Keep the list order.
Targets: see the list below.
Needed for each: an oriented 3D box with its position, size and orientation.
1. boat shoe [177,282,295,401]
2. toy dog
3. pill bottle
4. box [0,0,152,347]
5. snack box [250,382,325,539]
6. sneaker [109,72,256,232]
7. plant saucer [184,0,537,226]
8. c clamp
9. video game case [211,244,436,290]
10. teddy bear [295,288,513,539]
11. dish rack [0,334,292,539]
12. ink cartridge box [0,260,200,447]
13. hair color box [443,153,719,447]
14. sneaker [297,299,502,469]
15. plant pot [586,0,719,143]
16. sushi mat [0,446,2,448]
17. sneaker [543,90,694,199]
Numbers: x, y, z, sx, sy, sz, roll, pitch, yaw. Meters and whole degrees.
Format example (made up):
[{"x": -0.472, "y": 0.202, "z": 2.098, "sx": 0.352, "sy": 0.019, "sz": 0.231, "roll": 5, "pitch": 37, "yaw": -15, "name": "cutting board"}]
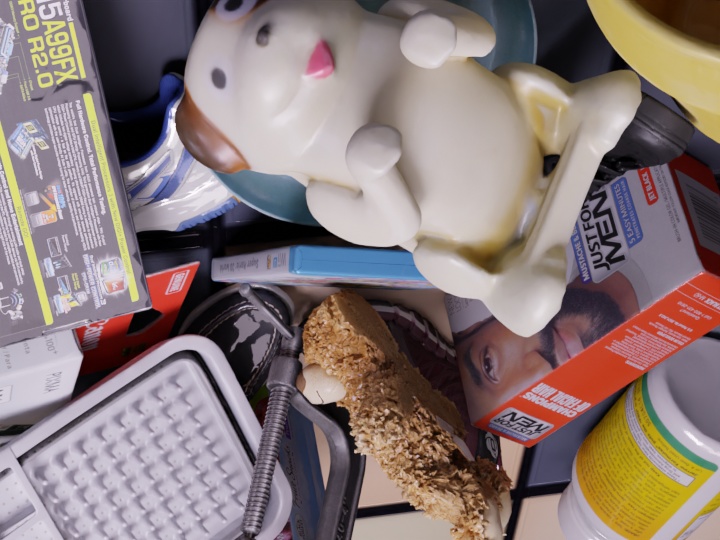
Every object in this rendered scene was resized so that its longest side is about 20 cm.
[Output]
[{"x": -0.118, "y": 0.089, "z": 1.095, "sx": 0.074, "sy": 0.060, "sz": 0.200, "roll": 41, "pitch": 111, "yaw": -17, "name": "boat shoe"}, {"x": 0.010, "y": -0.081, "z": 0.804, "sx": 0.199, "sy": 0.194, "sz": 0.140, "roll": 25, "pitch": 94, "yaw": -19, "name": "toy dog"}, {"x": 0.235, "y": 0.151, "z": 1.259, "sx": 0.112, "sy": 0.113, "sz": 0.200, "roll": 5, "pitch": 141, "yaw": -21, "name": "pill bottle"}, {"x": -0.206, "y": -0.054, "z": 0.834, "sx": 0.159, "sy": 0.044, "sz": 0.201, "roll": -16, "pitch": 118, "yaw": -11, "name": "box"}, {"x": -0.122, "y": 0.185, "z": 1.162, "sx": 0.199, "sy": 0.169, "sz": 0.068, "roll": -28, "pitch": 143, "yaw": 21, "name": "snack box"}, {"x": -0.163, "y": -0.050, "z": 0.930, "sx": 0.199, "sy": 0.075, "sz": 0.088, "roll": -28, "pitch": 134, "yaw": 8, "name": "sneaker"}, {"x": -0.001, "y": -0.112, "z": 0.882, "sx": 0.199, "sy": 0.027, "sz": 0.201, "roll": -9, "pitch": 131, "yaw": -11, "name": "plant saucer"}, {"x": -0.050, "y": 0.133, "z": 1.045, "sx": 0.027, "sy": 0.201, "sz": 0.171, "roll": -6, "pitch": 154, "yaw": 31, "name": "c clamp"}, {"x": 0.000, "y": 0.000, "z": 0.979, "sx": 0.142, "sy": 0.018, "sz": 0.200, "roll": 3, "pitch": 177, "yaw": -18, "name": "video game case"}, {"x": 0.026, "y": 0.108, "z": 1.036, "sx": 0.067, "sy": 0.145, "sz": 0.200, "roll": -40, "pitch": 103, "yaw": 15, "name": "teddy bear"}, {"x": -0.154, "y": 0.146, "z": 1.029, "sx": 0.200, "sy": 0.043, "sz": 0.172, "roll": -34, "pitch": 119, "yaw": -18, "name": "dish rack"}, {"x": -0.191, "y": 0.064, "z": 1.008, "sx": 0.173, "sy": 0.044, "sz": 0.200, "roll": -14, "pitch": 165, "yaw": -18, "name": "ink cartridge box"}, {"x": 0.152, "y": 0.018, "z": 1.061, "sx": 0.064, "sy": 0.111, "sz": 0.200, "roll": 23, "pitch": 132, "yaw": -37, "name": "hair color box"}, {"x": 0.041, "y": 0.100, "z": 1.136, "sx": 0.200, "sy": 0.116, "sz": 0.076, "roll": 25, "pitch": 131, "yaw": -39, "name": "sneaker"}, {"x": 0.209, "y": -0.149, "z": 0.796, "sx": 0.200, "sy": 0.202, "sz": 0.189, "roll": -16, "pitch": 158, "yaw": 7, "name": "plant pot"}, {"x": -0.244, "y": 0.167, "z": 1.043, "sx": 0.199, "sy": 0.096, "sz": 0.012, "roll": -14, "pitch": 178, "yaw": -23, "name": "sushi mat"}, {"x": 0.108, "y": -0.050, "z": 0.916, "sx": 0.060, "sy": 0.200, "sz": 0.105, "roll": 31, "pitch": 85, "yaw": -22, "name": "sneaker"}]
